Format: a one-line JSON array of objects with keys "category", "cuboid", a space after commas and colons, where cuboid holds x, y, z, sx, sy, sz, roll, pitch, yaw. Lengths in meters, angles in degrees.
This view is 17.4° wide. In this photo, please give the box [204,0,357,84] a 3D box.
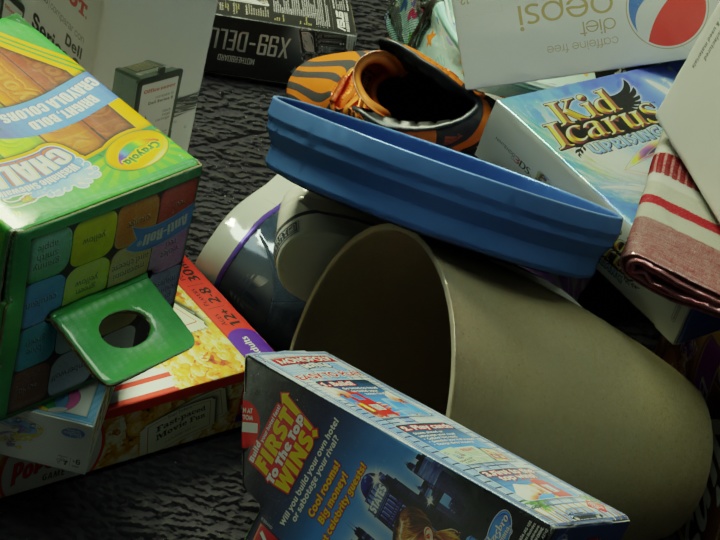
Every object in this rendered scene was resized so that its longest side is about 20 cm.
[{"category": "box", "cuboid": [-0.090, -0.211, 1.708, 0.157, 0.050, 0.201, 7, 35, -12]}]

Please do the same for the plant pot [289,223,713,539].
[{"category": "plant pot", "cuboid": [0.084, 0.086, 1.263, 0.199, 0.188, 0.188, 12, 32, -27]}]

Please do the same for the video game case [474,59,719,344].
[{"category": "video game case", "cuboid": [0.199, -0.050, 1.383, 0.199, 0.046, 0.181, -15, 47, -38]}]

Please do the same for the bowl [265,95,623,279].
[{"category": "bowl", "cuboid": [0.041, -0.043, 1.256, 0.199, 0.040, 0.201, 19, 5, -2]}]

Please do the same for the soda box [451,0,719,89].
[{"category": "soda box", "cuboid": [0.160, -0.162, 1.456, 0.199, 0.069, 0.064, -7, 11, 13]}]

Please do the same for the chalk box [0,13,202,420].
[{"category": "chalk box", "cuboid": [-0.167, -0.018, 1.189, 0.200, 0.125, 0.124, 37, 41, 29]}]

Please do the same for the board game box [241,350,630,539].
[{"category": "board game box", "cuboid": [0.002, 0.139, 1.126, 0.061, 0.201, 0.200, 2, 33, -47]}]

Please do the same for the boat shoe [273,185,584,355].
[{"category": "boat shoe", "cuboid": [0.043, 0.004, 1.336, 0.199, 0.072, 0.066, 16, 37, -14]}]

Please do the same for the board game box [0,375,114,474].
[{"category": "board game box", "cuboid": [-0.225, 0.031, 1.240, 0.199, 0.034, 0.135, 14, 35, -1]}]

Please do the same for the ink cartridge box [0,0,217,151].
[{"category": "ink cartridge box", "cuboid": [-0.167, -0.124, 1.417, 0.084, 0.201, 0.146, -12, 42, -33]}]

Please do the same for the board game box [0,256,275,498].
[{"category": "board game box", "cuboid": [-0.167, 0.046, 1.313, 0.199, 0.047, 0.151, -15, 45, -36]}]

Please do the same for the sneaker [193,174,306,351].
[{"category": "sneaker", "cuboid": [0.000, 0.000, 1.431, 0.146, 0.081, 0.200, 35, 32, 10]}]

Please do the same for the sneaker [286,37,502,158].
[{"category": "sneaker", "cuboid": [0.013, -0.119, 1.527, 0.199, 0.078, 0.112, 15, -9, 37]}]

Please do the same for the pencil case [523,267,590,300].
[{"category": "pencil case", "cuboid": [0.121, -0.012, 1.481, 0.085, 0.084, 0.200, 43, 37, -2]}]

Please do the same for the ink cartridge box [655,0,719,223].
[{"category": "ink cartridge box", "cuboid": [0.284, -0.064, 1.248, 0.146, 0.145, 0.201, -2, 48, -30]}]

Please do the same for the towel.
[{"category": "towel", "cuboid": [0.227, -0.031, 1.313, 0.143, 0.023, 0.200, 26, 40, -1]}]

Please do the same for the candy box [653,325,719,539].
[{"category": "candy box", "cuboid": [0.216, 0.099, 1.329, 0.056, 0.117, 0.200, 5, 35, -16]}]

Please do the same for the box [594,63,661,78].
[{"category": "box", "cuboid": [0.228, -0.099, 1.551, 0.160, 0.043, 0.201, 1, 72, -45]}]

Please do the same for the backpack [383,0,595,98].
[{"category": "backpack", "cuboid": [0.120, -0.158, 1.638, 0.176, 0.151, 0.201, 9, 40, -19]}]
